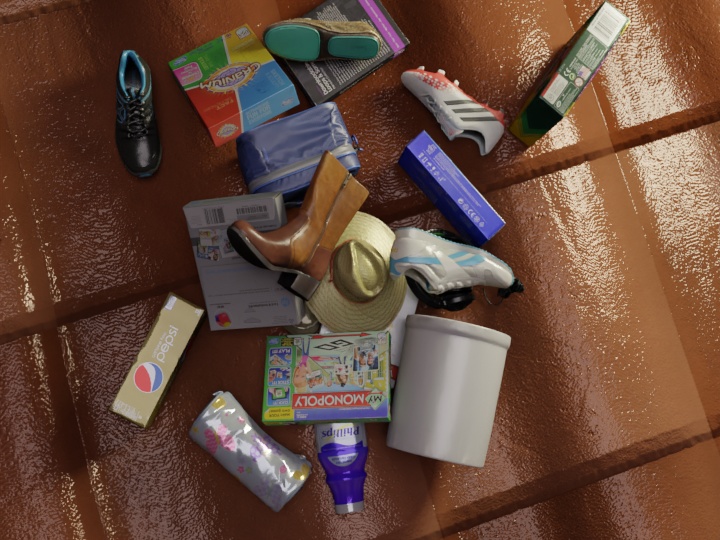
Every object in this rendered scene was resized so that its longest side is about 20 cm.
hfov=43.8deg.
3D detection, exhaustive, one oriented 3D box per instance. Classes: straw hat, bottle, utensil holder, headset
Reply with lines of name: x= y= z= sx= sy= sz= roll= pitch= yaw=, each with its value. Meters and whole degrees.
straw hat: x=0.000 y=0.000 z=1.384 sx=0.197 sy=0.085 sz=0.206 roll=2 pitch=83 yaw=-14
bottle: x=-0.029 y=0.273 z=1.401 sx=0.082 sy=0.065 sz=0.205 roll=-7 pitch=82 yaw=0
utensil holder: x=0.132 y=0.185 z=1.382 sx=0.166 sy=0.170 sz=0.204 roll=13 pitch=83 yaw=-3
headset: x=0.164 y=0.006 z=1.441 sx=0.197 sy=0.094 sz=0.126 roll=21 pitch=68 yaw=-25

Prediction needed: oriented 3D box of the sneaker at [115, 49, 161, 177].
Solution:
sneaker: x=-0.365 y=-0.253 z=1.440 sx=0.072 sy=0.082 sz=0.204 roll=-9 pitch=83 yaw=-9

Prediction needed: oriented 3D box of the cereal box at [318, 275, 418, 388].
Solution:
cereal box: x=0.013 y=0.074 z=1.448 sx=0.141 sy=0.040 sz=0.204 roll=17 pitch=79 yaw=-5

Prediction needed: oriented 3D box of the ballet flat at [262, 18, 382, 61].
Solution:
ballet flat: x=-0.064 y=-0.381 z=1.469 sx=0.195 sy=0.071 sz=0.066 roll=4 pitch=39 yaw=-11

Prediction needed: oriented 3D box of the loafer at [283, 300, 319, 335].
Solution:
loafer: x=-0.118 y=0.008 z=1.429 sx=0.074 sy=0.068 sz=0.203 roll=-21 pitch=84 yaw=-13

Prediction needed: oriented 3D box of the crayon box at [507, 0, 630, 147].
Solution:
crayon box: x=0.337 y=-0.318 z=1.473 sx=0.058 sy=0.173 sz=0.201 roll=36 pitch=79 yaw=-2

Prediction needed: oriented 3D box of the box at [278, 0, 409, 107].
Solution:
box: x=-0.036 y=-0.384 z=1.517 sx=0.198 sy=0.036 sz=0.144 roll=-35 pitch=86 yaw=-11

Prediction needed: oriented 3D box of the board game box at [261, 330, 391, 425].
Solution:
board game box: x=-0.051 y=0.165 z=1.372 sx=0.195 sy=0.029 sz=0.137 roll=-4 pitch=66 yaw=11

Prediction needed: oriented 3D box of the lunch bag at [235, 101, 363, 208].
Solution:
lunch bag: x=-0.090 y=-0.170 z=1.426 sx=0.196 sy=0.136 sz=0.135 roll=-20 pitch=87 yaw=-6

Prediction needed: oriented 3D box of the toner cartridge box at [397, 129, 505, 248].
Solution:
toner cartridge box: x=0.146 y=-0.129 z=1.466 sx=0.043 sy=0.095 sz=0.201 roll=-40 pitch=88 yaw=-10

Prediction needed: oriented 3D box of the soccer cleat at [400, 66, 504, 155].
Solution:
soccer cleat: x=0.149 y=-0.268 z=1.502 sx=0.197 sy=0.069 sz=0.086 roll=29 pitch=75 yaw=-5

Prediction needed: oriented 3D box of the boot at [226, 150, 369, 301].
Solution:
boot: x=-0.085 y=-0.084 z=1.299 sx=0.187 sy=0.068 sz=0.203 roll=36 pitch=77 yaw=-34

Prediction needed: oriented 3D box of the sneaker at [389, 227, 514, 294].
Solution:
sneaker: x=0.138 y=0.000 z=1.377 sx=0.196 sy=0.077 sz=0.082 roll=16 pitch=79 yaw=-3

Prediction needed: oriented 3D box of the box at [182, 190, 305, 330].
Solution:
box: x=-0.177 y=-0.012 z=1.375 sx=0.153 sy=0.041 sz=0.204 roll=-5 pitch=107 yaw=17

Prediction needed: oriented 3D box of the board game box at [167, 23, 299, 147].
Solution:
board game box: x=-0.205 y=-0.300 z=1.432 sx=0.151 sy=0.041 sz=0.201 roll=-29 pitch=51 yaw=-9

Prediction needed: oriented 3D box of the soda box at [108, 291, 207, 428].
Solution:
soda box: x=-0.312 y=0.140 z=1.392 sx=0.063 sy=0.068 sz=0.203 roll=27 pitch=79 yaw=-1

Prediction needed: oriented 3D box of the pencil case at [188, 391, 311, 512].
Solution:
pencil case: x=-0.169 y=0.277 z=1.377 sx=0.199 sy=0.083 sz=0.091 roll=39 pitch=94 yaw=2
